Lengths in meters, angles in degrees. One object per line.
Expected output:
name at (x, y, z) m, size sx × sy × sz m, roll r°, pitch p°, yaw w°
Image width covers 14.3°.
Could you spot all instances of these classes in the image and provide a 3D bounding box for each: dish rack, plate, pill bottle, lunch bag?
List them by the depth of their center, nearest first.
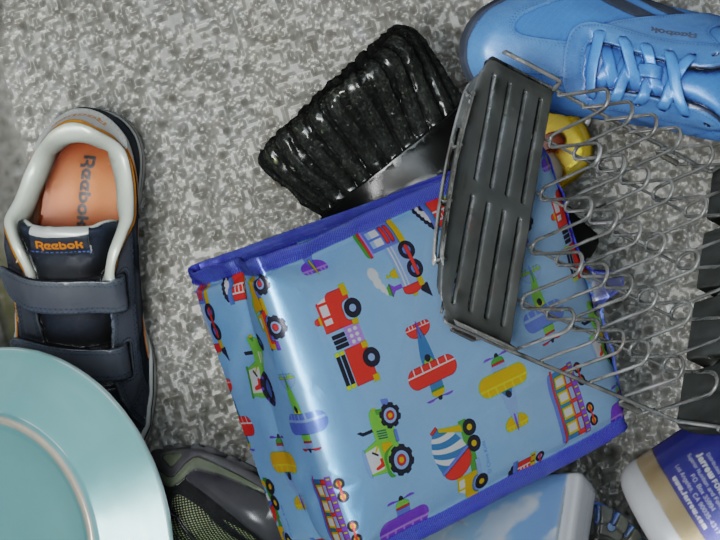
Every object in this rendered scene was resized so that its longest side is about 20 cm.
dish rack at (0.123, -0.014, 1.363) m, size 0.199 × 0.054 × 0.154 m, roll 23°, pitch 67°, yaw -34°
lunch bag at (0.042, 0.034, 1.365) m, size 0.199 × 0.094 × 0.151 m, roll -21°, pitch 96°, yaw -23°
plate at (-0.179, 0.139, 1.425) m, size 0.199 × 0.026 × 0.202 m, roll 0°, pitch 91°, yaw 31°
pill bottle at (0.239, 0.095, 1.427) m, size 0.199 × 0.116 × 0.116 m, roll -33°, pitch 84°, yaw 5°

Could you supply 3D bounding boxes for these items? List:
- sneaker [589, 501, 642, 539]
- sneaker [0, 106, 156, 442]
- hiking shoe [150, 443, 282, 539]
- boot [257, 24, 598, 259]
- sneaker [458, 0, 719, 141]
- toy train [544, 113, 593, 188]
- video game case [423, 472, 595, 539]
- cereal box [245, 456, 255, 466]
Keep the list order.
sneaker at (0.136, 0.199, 1.465) m, size 0.077 × 0.085 × 0.201 m, roll -31°, pitch 106°, yaw -18°
sneaker at (-0.150, 0.014, 1.504) m, size 0.078 × 0.079 × 0.202 m, roll -2°, pitch 90°, yaw 7°
hiking shoe at (-0.109, 0.147, 1.447) m, size 0.199 × 0.076 × 0.101 m, roll -6°, pitch 58°, yaw 41°
boot at (0.000, -0.001, 1.431) m, size 0.158 × 0.079 × 0.211 m, roll 43°, pitch 83°, yaw -13°
sneaker at (0.150, -0.101, 1.427) m, size 0.199 × 0.078 × 0.066 m, roll 8°, pitch 99°, yaw -18°
toy train at (0.060, -0.101, 1.489) m, size 0.150 × 0.056 × 0.201 m, roll 30°, pitch 93°, yaw 7°
video game case at (0.017, 0.195, 1.385) m, size 0.181 × 0.022 × 0.201 m, roll -8°, pitch 55°, yaw 29°
cereal box at (-0.038, 0.175, 1.501) m, size 0.200 × 0.040 × 0.144 m, roll -41°, pitch 83°, yaw 5°
